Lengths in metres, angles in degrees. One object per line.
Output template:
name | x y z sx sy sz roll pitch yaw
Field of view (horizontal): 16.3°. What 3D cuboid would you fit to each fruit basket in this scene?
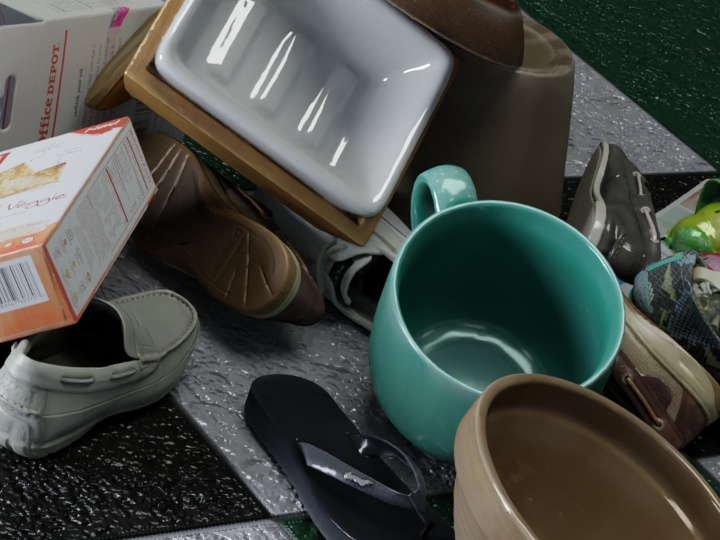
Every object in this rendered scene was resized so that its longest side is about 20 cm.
fruit basket | 0.282 0.003 1.860 0.185 0.094 0.200 34 33 26

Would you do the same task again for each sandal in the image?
sandal | -0.006 0.118 1.502 0.076 0.043 0.200 -5 36 -40

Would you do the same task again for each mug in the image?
mug | 0.085 0.038 1.592 0.151 0.115 0.185 17 52 0

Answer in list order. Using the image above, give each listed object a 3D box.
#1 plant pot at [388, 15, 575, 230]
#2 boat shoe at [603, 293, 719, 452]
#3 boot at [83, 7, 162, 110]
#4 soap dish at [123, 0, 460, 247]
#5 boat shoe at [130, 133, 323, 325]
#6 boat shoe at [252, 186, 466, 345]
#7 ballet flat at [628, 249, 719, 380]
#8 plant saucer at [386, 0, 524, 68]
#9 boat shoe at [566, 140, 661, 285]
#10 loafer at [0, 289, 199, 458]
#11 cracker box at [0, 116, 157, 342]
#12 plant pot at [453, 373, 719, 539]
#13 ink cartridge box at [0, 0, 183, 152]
plant pot | 0.073 -0.094 1.807 0.199 0.174 0.200 17 27 -9
boat shoe | 0.153 0.050 1.701 0.200 0.072 0.072 43 77 14
boot | -0.079 -0.134 1.732 0.144 0.201 0.071 51 -19 -15
soap dish | -0.048 -0.130 1.660 0.200 0.081 0.158 36 65 -19
boat shoe | -0.093 -0.023 1.681 0.200 0.072 0.072 37 5 42
boat shoe | 0.000 0.000 1.703 0.200 0.072 0.066 38 26 16
ballet flat | 0.274 0.057 1.710 0.200 0.074 0.074 37 23 -16
plant saucer | 0.036 -0.208 1.698 0.200 0.035 0.200 34 15 -10
boat shoe | 0.185 -0.036 1.812 0.057 0.067 0.200 24 22 -4
loafer | -0.153 0.048 1.502 0.070 0.070 0.200 27 28 14
cracker box | -0.215 -0.019 1.528 0.133 0.058 0.200 -15 21 16
plant pot | 0.122 0.162 1.431 0.200 0.093 0.201 28 31 -19
ink cartridge box | -0.207 -0.136 1.748 0.068 0.116 0.200 25 25 34
